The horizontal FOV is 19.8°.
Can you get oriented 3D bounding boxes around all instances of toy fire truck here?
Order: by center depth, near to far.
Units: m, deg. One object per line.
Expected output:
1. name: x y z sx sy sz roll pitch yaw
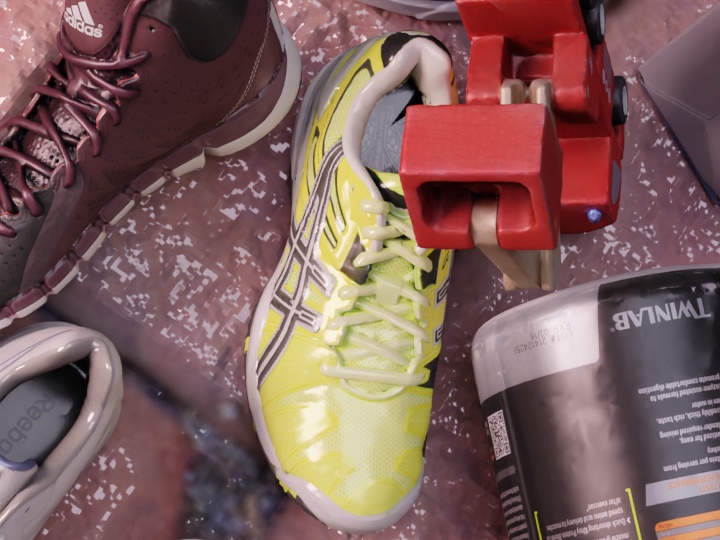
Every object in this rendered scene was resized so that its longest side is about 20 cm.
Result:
1. toy fire truck: 0.064 -0.045 0.773 0.049 0.200 0.141 -1 65 15

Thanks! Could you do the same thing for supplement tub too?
1. supplement tub: 0.119 0.106 0.790 0.122 0.123 0.200 -7 78 -16

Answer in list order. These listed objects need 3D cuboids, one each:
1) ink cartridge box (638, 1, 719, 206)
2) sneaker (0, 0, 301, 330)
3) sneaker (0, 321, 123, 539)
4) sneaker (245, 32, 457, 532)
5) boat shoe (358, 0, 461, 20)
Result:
1. ink cartridge box: 0.236 -0.114 0.869 0.200 0.136 0.076 -29 87 -19
2. sneaker: -0.114 -0.064 0.766 0.200 0.116 0.076 -39 63 -18
3. sneaker: -0.154 0.094 0.741 0.074 0.087 0.200 34 72 -6
4. sneaker: 0.000 0.000 0.802 0.075 0.076 0.200 5 75 -14
5. boat shoe: 0.006 -0.149 0.857 0.200 0.062 0.072 2 76 -14
